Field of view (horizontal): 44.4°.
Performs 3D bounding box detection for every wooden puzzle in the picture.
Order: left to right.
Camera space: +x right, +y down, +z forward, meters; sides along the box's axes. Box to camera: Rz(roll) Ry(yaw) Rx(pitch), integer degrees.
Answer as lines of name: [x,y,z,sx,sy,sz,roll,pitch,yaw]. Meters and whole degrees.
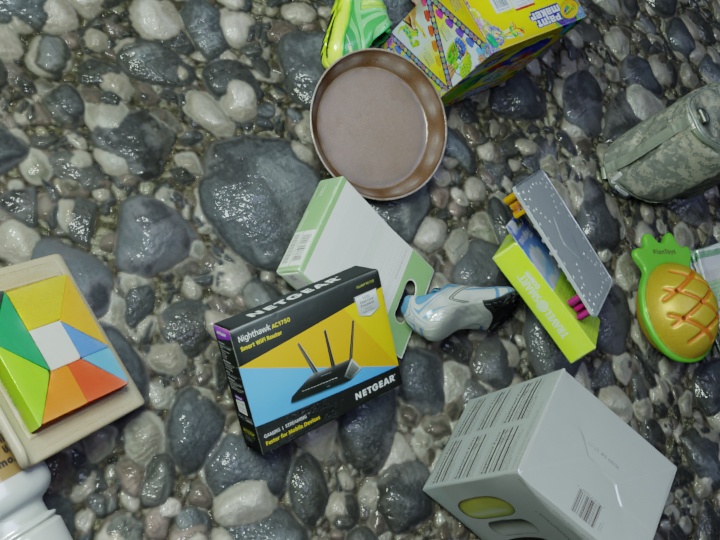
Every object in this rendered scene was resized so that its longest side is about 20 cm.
wooden puzzle: [-0.303,0.075,0.855,0.186,0.037,0.200,59,21,2]

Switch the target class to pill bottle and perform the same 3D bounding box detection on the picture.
pill bottle: [-0.351,0.187,0.806,0.114,0.114,0.201,-29,88,-33]

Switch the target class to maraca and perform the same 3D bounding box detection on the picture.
maraca: [0.467,0.039,1.317,0.136,0.107,0.201,-1,73,-29]

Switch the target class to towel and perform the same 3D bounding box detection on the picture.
towel: [0.616,0.049,1.442,0.148,0.031,0.201,-14,80,-31]

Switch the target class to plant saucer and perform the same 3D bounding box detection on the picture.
plant saucer: [0.021,-0.192,1.173,0.199,0.034,0.202,1,87,-24]

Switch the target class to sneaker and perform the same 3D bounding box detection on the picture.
sneaker: [0.004,-0.354,1.226,0.083,0.074,0.201,23,72,-18]
sneaker: [0.137,0.044,1.155,0.199,0.072,0.072,-6,41,-42]

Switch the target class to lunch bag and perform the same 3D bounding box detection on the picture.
lunch bag: [0.492,-0.192,1.364,0.167,0.200,0.140,-4,72,-34]

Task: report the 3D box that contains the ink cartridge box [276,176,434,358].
ink cartridge box: [0.000,0.000,1.110,0.200,0.048,0.146,44,55,-33]

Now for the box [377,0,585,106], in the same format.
box: [0.166,-0.333,1.233,0.199,0.192,0.123,-28,88,-33]

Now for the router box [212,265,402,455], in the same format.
router box: [-0.055,0.097,1.004,0.199,0.051,0.150,-23,108,-31]

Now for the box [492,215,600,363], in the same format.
box: [0.252,0.018,1.209,0.200,0.048,0.122,53,24,-2]

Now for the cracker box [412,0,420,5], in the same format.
cracker box: [0.084,-0.491,1.290,0.200,0.057,0.134,47,54,-30]

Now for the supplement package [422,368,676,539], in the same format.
supplement package: [0.220,0.249,1.049,0.191,0.200,0.147,40,59,-10]

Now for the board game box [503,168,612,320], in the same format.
board game box: [0.280,-0.040,1.235,0.201,0.026,0.200,58,25,1]
